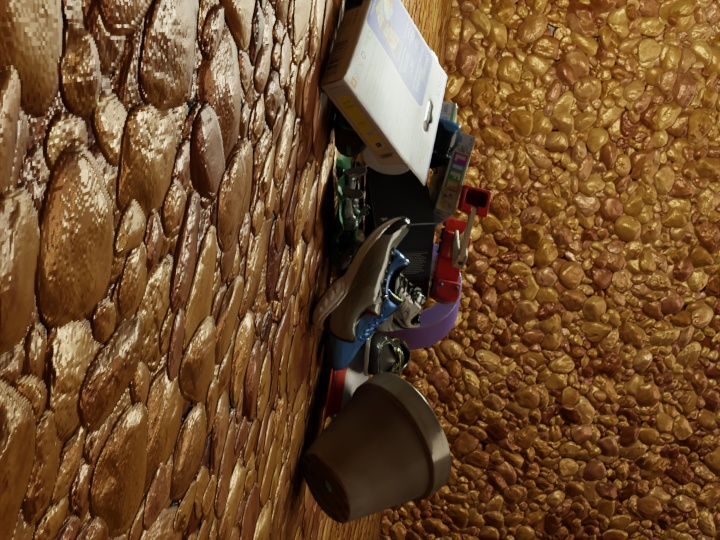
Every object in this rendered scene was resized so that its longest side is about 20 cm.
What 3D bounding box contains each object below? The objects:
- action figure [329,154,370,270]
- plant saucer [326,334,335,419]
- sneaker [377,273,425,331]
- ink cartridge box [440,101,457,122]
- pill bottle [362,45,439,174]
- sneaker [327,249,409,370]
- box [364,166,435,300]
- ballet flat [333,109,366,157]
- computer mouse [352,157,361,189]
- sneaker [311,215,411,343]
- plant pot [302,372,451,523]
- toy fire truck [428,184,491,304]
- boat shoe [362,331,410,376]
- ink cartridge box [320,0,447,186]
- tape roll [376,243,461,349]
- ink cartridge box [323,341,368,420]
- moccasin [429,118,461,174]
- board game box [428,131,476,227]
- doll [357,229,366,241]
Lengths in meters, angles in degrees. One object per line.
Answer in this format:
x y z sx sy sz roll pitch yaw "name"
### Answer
-0.018 -0.063 1.285 0.202 0.053 0.120 96 4 -56 "action figure"
-0.042 0.162 1.486 0.071 0.018 0.203 -75 171 -45 "plant saucer"
0.067 0.033 1.513 0.201 0.085 0.077 81 11 -58 "sneaker"
0.100 -0.259 1.606 0.200 0.142 0.049 65 36 -78 "ink cartridge box"
0.061 -0.261 1.435 0.109 0.106 0.204 85 16 -63 "pill bottle"
0.012 0.062 1.330 0.204 0.077 0.066 -68 163 5 "sneaker"
0.065 -0.062 1.579 0.202 0.104 0.151 91 -6 -48 "box"
0.007 -0.229 1.205 0.074 0.071 0.203 90 15 -52 "ballet flat"
0.002 -0.185 1.351 0.059 0.033 0.203 -73 170 -53 "computer mouse"
0.014 0.012 1.253 0.202 0.079 0.074 -55 169 -11 "sneaker"
0.011 0.282 1.354 0.171 0.199 0.203 -25 136 -33 "plant pot"
0.167 -0.040 1.536 0.141 0.048 0.205 -155 -103 -84 "toy fire truck"
0.045 0.141 1.499 0.201 0.059 0.074 11 87 -80 "boat shoe"
0.037 -0.243 1.146 0.201 0.046 0.201 50 43 -43 "ink cartridge box"
0.096 0.044 1.730 0.086 0.195 0.204 86 15 -59 "tape roll"
-0.013 0.155 1.461 0.200 0.056 0.167 -13 112 -88 "ink cartridge box"
0.113 -0.206 1.500 0.200 0.079 0.070 164 -60 -86 "moccasin"
0.150 -0.154 1.584 0.200 0.033 0.137 139 -32 -84 "board game box"
0.000 0.000 1.468 0.200 0.047 0.140 119 -25 -83 "doll"
